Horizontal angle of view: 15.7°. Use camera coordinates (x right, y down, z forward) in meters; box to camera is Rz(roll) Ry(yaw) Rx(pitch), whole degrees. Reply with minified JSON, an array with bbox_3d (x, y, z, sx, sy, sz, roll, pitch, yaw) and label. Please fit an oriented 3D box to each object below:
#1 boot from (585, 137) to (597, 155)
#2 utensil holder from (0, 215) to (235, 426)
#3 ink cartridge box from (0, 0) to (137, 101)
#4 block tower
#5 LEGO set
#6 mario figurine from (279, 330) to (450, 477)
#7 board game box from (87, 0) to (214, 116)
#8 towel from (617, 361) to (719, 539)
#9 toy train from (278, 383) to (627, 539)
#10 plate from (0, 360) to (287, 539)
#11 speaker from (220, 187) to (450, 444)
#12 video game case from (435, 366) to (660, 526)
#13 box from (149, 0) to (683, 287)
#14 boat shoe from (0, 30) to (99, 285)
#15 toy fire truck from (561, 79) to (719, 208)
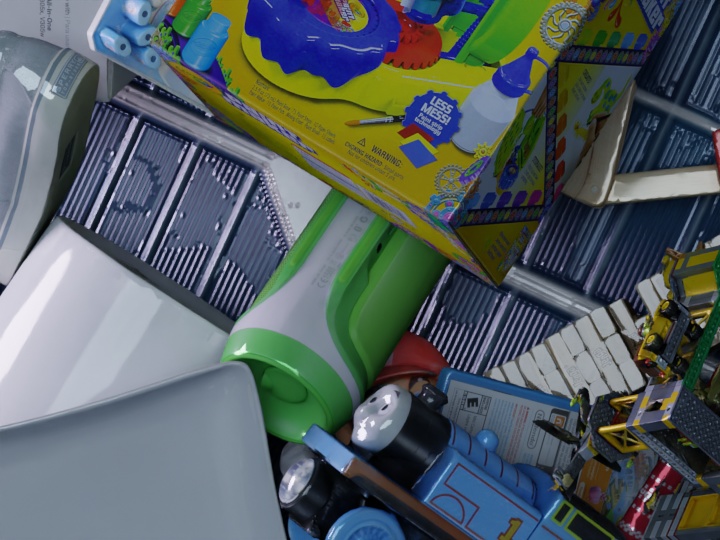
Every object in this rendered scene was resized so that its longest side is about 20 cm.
[{"bbox_3d":[0.089,-0.157,1.483,0.131,0.070,0.201,14,76,15],"label":"boot"},{"bbox_3d":[-0.162,0.094,1.510,0.170,0.170,0.201,34,91,12],"label":"utensil holder"},{"bbox_3d":[-0.217,-0.167,1.540,0.199,0.146,0.085,8,113,12],"label":"ink cartridge box"},{"bbox_3d":[0.164,0.038,1.504,0.199,0.054,0.058,-30,80,9],"label":"block tower"},{"bbox_3d":[0.189,0.084,1.407,0.200,0.116,0.155,33,62,-28],"label":"LEGO set"},{"bbox_3d":[0.034,0.130,1.493,0.106,0.123,0.201,-18,89,48],"label":"mario figurine"},{"bbox_3d":[-0.033,-0.175,1.498,0.026,0.199,0.201,30,92,51],"label":"board game box"},{"bbox_3d":[0.240,0.115,1.473,0.144,0.022,0.201,31,93,-14],"label":"towel"},{"bbox_3d":[0.050,0.141,1.403,0.200,0.087,0.115,37,85,-22],"label":"toy train"},{"bbox_3d":[-0.137,0.161,1.420,0.199,0.032,0.201,-15,108,-9],"label":"plate"},{"bbox_3d":[0.000,0.000,1.467,0.088,0.089,0.200,26,57,12],"label":"speaker"},{"bbox_3d":[0.120,0.147,1.476,0.199,0.018,0.144,15,93,-14],"label":"video game case"},{"bbox_3d":[0.033,-0.134,1.394,0.199,0.122,0.193,31,84,22],"label":"box"},{"bbox_3d":[-0.200,-0.068,1.485,0.071,0.201,0.070,29,54,2],"label":"boat shoe"},{"bbox_3d":[0.138,-0.090,1.521,0.199,0.049,0.142,-20,82,9],"label":"toy fire truck"}]
